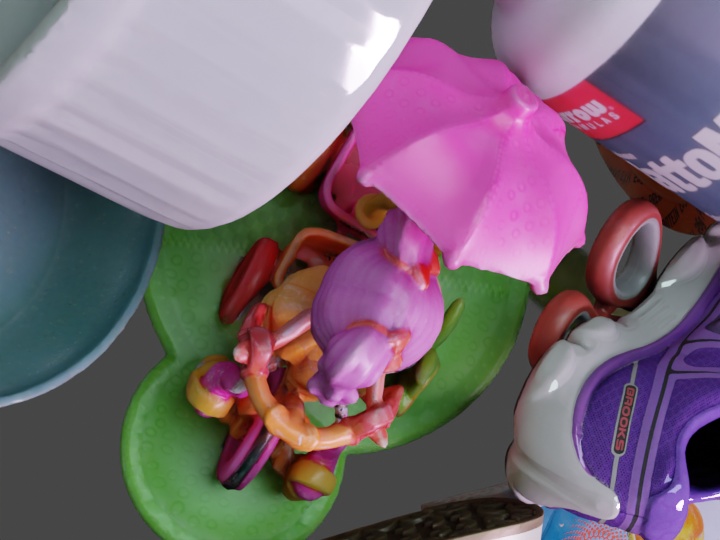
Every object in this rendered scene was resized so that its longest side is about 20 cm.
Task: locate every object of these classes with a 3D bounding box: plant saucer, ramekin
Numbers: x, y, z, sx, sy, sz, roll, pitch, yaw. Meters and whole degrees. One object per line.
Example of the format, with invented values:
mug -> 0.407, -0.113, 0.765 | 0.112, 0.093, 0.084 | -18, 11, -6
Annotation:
plant saucer -> -0.156, -0.045, 0.840 | 0.200, 0.036, 0.201 | 16, 63, -35
ramekin -> -0.047, -0.110, 0.793 | 0.098, 0.200, 0.201 | 32, 69, -22

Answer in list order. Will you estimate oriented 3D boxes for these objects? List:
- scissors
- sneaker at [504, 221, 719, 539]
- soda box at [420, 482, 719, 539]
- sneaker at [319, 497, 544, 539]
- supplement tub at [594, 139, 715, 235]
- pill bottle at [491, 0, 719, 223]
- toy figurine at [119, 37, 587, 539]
scissors -> 0.107, 0.024, 0.938 | 0.014, 0.200, 0.073 | 28, 88, 23
sneaker -> 0.129, 0.045, 0.887 | 0.083, 0.081, 0.200 | 29, 38, 24
soda box -> 0.124, 0.096, 0.948 | 0.200, 0.068, 0.064 | -11, 87, -35
sneaker -> -0.026, 0.143, 0.850 | 0.200, 0.067, 0.090 | -13, 99, -1
supplement tub -> 0.193, -0.093, 0.996 | 0.200, 0.122, 0.123 | -25, 93, -28
pill bottle -> 0.113, -0.091, 0.837 | 0.200, 0.120, 0.120 | 32, 69, -15
toy figurine -> 0.000, 0.000, 0.836 | 0.150, 0.184, 0.200 | 31, 75, -7
